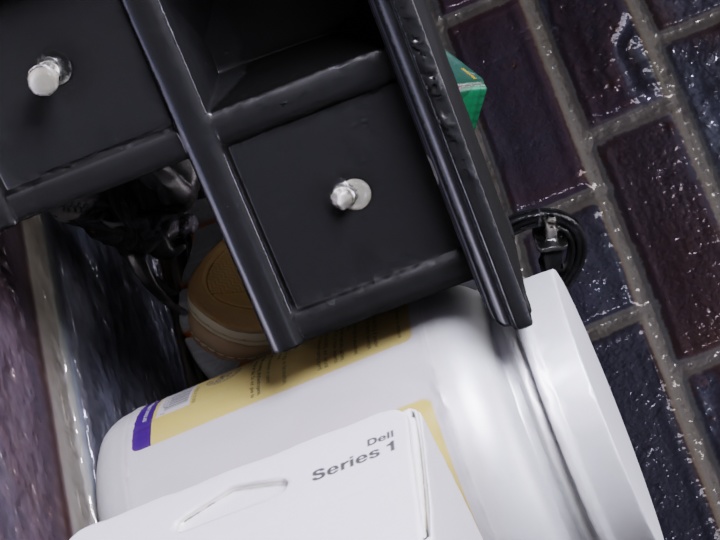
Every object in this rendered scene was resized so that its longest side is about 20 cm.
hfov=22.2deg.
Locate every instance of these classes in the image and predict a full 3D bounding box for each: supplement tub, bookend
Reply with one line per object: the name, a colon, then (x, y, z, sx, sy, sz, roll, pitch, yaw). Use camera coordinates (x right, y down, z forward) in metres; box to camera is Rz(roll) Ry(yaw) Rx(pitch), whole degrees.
supplement tub: (0.009, 0.093, 0.744, 0.145, 0.198, 0.147, -22, 90, -81)
bookend: (-0.062, -0.051, 0.687, 0.092, 0.198, 0.200, -89, 159, -69)

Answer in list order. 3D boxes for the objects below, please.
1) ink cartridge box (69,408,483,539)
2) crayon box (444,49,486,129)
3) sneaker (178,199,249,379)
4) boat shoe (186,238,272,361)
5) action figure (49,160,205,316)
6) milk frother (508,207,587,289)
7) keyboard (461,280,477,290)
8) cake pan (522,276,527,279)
ink cartridge box: (-0.005, 0.170, 0.649, 0.084, 0.144, 0.201, -94, 161, -64)
crayon box: (-0.048, -0.108, 0.896, 0.200, 0.118, 0.059, 42, -50, 37)
sneaker: (-0.058, -0.001, 0.984, 0.078, 0.077, 0.201, 69, 5, -53)
boat shoe: (-0.007, 0.010, 0.851, 0.074, 0.070, 0.199, 36, 36, 26)
action figure: (-0.110, -0.083, 0.795, 0.119, 0.101, 0.202, -111, -157, -75)
milk frother: (0.087, 0.047, 1.346, 0.181, 0.198, 0.190, 62, 10, -57)
keyboard: (0.000, 0.000, 0.928, 0.126, 0.021, 0.201, 32, 44, -9)
cake pan: (0.063, 0.094, 0.971, 0.200, 0.036, 0.202, 20, 90, -86)
